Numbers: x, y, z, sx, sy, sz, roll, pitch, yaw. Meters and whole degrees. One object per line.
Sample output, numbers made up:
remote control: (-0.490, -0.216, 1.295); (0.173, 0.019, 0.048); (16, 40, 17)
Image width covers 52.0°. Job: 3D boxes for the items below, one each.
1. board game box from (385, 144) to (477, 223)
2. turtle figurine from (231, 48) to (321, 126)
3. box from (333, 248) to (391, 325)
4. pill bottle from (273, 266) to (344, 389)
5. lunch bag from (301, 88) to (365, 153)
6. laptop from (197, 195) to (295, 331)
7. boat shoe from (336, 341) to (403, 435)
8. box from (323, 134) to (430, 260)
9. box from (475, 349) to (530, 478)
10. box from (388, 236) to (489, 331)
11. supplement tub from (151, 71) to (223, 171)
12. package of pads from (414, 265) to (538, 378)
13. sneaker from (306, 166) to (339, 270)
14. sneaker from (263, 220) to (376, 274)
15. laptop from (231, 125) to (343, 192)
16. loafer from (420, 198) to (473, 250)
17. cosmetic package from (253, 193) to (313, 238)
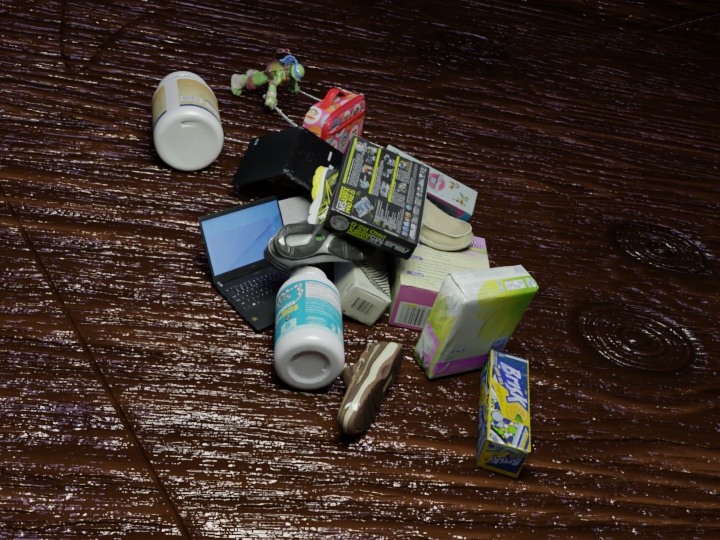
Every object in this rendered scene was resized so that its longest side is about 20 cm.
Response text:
board game box: (0.107, -0.133, 1.440); (0.197, 0.148, 0.065); (25, 53, -6)
turtle figurine: (-0.214, -0.441, 1.841); (0.191, 0.201, 0.146); (9, 60, 29)
box: (0.000, 0.000, 1.342); (0.081, 0.069, 0.202); (25, 33, -23)
pill bottle: (-0.083, 0.083, 1.183); (0.108, 0.112, 0.202); (8, 36, -11)
lunch bag: (-0.062, -0.323, 1.659); (0.081, 0.179, 0.200); (23, 38, 17)
laptop: (-0.162, -0.018, 1.288); (0.176, 0.105, 0.200); (-22, 51, -39)
boat shoe: (0.000, 0.177, 1.138); (0.073, 0.076, 0.202); (13, 28, 19)
box: (0.033, -0.130, 1.277); (0.158, 0.045, 0.202); (21, 48, -9)
box: (0.225, 0.220, 1.163); (0.069, 0.065, 0.201); (16, 37, 0)
box: (0.144, 0.017, 1.367); (0.172, 0.098, 0.202); (11, 37, -6)
supplement tub: (-0.369, -0.321, 1.565); (0.141, 0.146, 0.202); (1, 39, -19)
package of pads: (0.181, 0.084, 1.206); (0.152, 0.202, 0.069); (-6, 46, -27)
sneaker: (-0.051, -0.101, 1.363); (0.083, 0.075, 0.204); (0, 74, 11)
sneaker: (-0.077, -0.041, 1.272); (0.197, 0.115, 0.077); (-1, 77, -32)
laptop: (-0.136, -0.202, 1.509); (0.198, 0.103, 0.179); (31, 39, -17)
loafer: (0.119, -0.097, 1.363); (0.196, 0.069, 0.076); (17, 36, 0)
cosmetic package: (-0.149, -0.093, 1.433); (0.198, 0.051, 0.082); (-19, 46, -38)
